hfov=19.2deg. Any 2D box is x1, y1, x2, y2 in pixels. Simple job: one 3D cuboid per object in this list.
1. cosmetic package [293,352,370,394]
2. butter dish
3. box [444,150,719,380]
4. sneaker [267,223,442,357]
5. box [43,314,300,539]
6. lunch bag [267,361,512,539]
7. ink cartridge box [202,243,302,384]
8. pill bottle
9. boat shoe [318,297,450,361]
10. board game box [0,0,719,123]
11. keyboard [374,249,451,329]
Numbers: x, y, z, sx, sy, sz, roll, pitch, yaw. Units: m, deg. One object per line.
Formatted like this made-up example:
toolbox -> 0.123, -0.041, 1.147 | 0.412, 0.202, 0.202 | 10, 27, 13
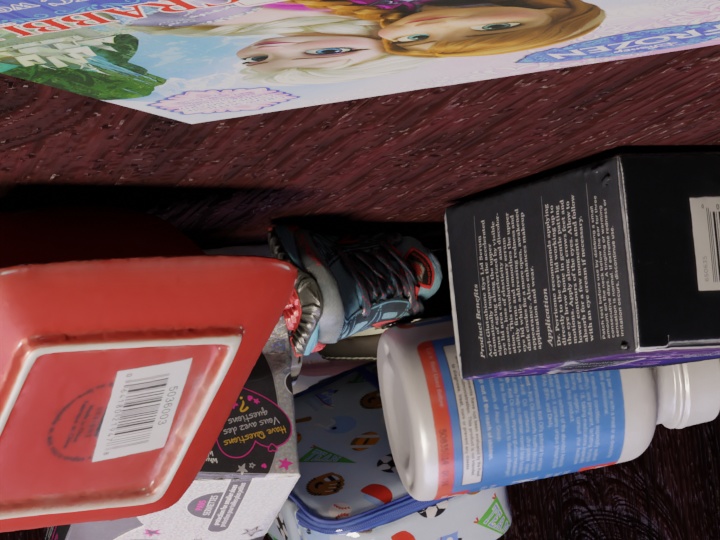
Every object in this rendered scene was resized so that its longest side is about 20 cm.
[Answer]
cosmetic package -> -0.002, 0.061, 1.607 | 0.200, 0.087, 0.103 | -5, -165, 37
butter dish -> -0.167, 0.033, 1.138 | 0.199, 0.148, 0.200 | -1, 133, -37
box -> 0.157, -0.001, 1.179 | 0.148, 0.105, 0.200 | -3, 174, -24
sneaker -> 0.000, 0.000, 1.308 | 0.095, 0.079, 0.200 | -15, -178, 7
box -> -0.123, 0.119, 1.337 | 0.132, 0.115, 0.200 | 3, 151, -16
lunch bag -> 0.007, 0.132, 1.437 | 0.160, 0.076, 0.200 | -22, -152, -16
ink cartridge box -> -0.115, 0.038, 1.464 | 0.146, 0.086, 0.200 | -4, 175, -3
pill bottle -> 0.118, 0.073, 1.330 | 0.200, 0.112, 0.112 | -10, 175, -9
boat shoe -> 0.054, 0.043, 1.458 | 0.201, 0.061, 0.072 | -10, -159, 30
board game box -> -0.002, -0.081, 0.546 | 0.200, 0.041, 0.199 | -7, 174, 23
keyboard -> 0.083, 0.001, 1.410 | 0.200, 0.021, 0.127 | -9, -160, 36
